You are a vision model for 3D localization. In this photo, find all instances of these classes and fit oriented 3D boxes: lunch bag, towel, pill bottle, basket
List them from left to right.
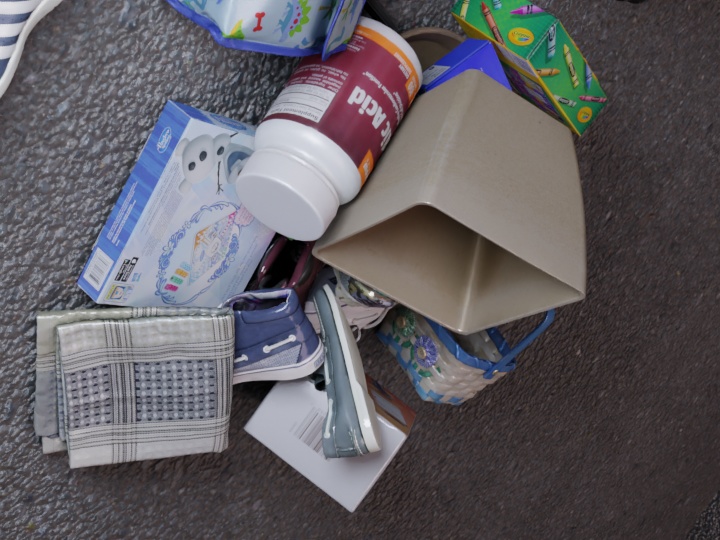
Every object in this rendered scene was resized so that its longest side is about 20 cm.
[{"bbox_3d":[-0.224,0.117,1.372,0.198,0.035,0.194,-1,130,-12],"label":"towel"},{"bbox_3d":[-0.051,-0.278,1.196,0.199,0.127,0.171,-2,124,-50],"label":"lunch bag"},{"bbox_3d":[-0.031,-0.135,1.321,0.201,0.113,0.115,-60,153,-25],"label":"pill bottle"},{"bbox_3d":[0.129,0.060,1.706,0.200,0.177,0.139,-49,146,17],"label":"basket"}]

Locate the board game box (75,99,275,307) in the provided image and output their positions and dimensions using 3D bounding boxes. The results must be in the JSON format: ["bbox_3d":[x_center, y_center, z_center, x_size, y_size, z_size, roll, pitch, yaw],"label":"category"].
[{"bbox_3d":[-0.157,-0.053,1.361,0.198,0.043,0.201,11,113,-55],"label":"board game box"}]

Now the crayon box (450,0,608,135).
[{"bbox_3d":[0.192,-0.238,1.545,0.058,0.119,0.200,-51,148,1],"label":"crayon box"}]

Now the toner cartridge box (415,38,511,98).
[{"bbox_3d":[0.132,-0.138,1.486,0.095,0.043,0.201,-36,117,-17],"label":"toner cartridge box"}]

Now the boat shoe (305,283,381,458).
[{"bbox_3d":[-0.030,0.104,1.439,0.061,0.201,0.073,-20,148,6],"label":"boat shoe"}]

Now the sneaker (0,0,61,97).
[{"bbox_3d":[-0.288,-0.197,1.038,0.201,0.075,0.085,-58,150,-8],"label":"sneaker"}]

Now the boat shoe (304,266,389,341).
[{"bbox_3d":[-0.008,0.041,1.612,0.201,0.075,0.087,-17,134,-39],"label":"boat shoe"}]

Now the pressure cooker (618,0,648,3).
[{"bbox_3d":[0.272,-0.378,1.432,0.175,0.200,0.180,-19,136,-41],"label":"pressure cooker"}]

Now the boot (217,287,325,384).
[{"bbox_3d":[-0.140,0.068,1.421,0.073,0.198,0.091,-77,151,-52],"label":"boot"}]

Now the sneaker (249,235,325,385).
[{"bbox_3d":[-0.097,0.036,1.465,0.115,0.075,0.202,-37,148,-76],"label":"sneaker"}]

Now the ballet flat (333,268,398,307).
[{"bbox_3d":[0.000,0.000,1.492,0.071,0.201,0.073,-4,121,-6],"label":"ballet flat"}]

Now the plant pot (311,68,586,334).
[{"bbox_3d":[0.101,-0.073,1.350,0.199,0.199,0.179,28,63,-25],"label":"plant pot"}]

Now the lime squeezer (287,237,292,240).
[{"bbox_3d":[-0.026,-0.072,1.468,0.199,0.070,0.038,-13,118,-48],"label":"lime squeezer"}]

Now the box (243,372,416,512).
[{"bbox_3d":[-0.029,0.171,1.574,0.107,0.152,0.200,-54,177,4],"label":"box"}]

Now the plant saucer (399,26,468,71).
[{"bbox_3d":[0.061,-0.161,1.484,0.199,0.029,0.202,-11,110,-31],"label":"plant saucer"}]

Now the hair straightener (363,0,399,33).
[{"bbox_3d":[-0.006,-0.290,1.334,0.077,0.041,0.200,-47,143,-7],"label":"hair straightener"}]
